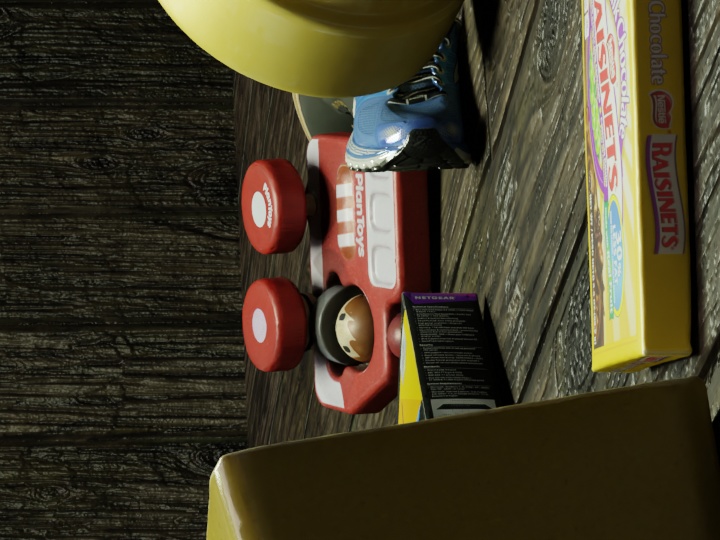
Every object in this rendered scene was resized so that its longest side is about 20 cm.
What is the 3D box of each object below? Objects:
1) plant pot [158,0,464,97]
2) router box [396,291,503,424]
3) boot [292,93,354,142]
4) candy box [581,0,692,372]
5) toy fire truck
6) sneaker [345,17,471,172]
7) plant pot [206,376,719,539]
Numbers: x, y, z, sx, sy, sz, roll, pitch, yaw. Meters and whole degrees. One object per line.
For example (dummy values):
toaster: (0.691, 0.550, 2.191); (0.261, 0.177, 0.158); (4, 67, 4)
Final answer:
plant pot: (-0.009, -0.235, 1.664); (0.189, 0.200, 0.201); (121, 152, -47)
router box: (0.049, 0.135, 1.702); (0.149, 0.051, 0.201); (-98, 10, -61)
boot: (-0.002, -0.119, 2.095); (0.200, 0.077, 0.139); (95, 167, -48)
candy box: (0.114, -0.061, 1.208); (0.102, 0.026, 0.201); (147, 122, -79)
toy fire truck: (0.000, 0.000, 1.978); (0.168, 0.112, 0.201); (-171, 79, -65)
sneaker: (0.026, -0.117, 1.788); (0.200, 0.078, 0.090); (-106, 14, -69)
plant pot: (0.051, 0.182, 1.123); (0.196, 0.193, 0.201); (101, 158, -63)
